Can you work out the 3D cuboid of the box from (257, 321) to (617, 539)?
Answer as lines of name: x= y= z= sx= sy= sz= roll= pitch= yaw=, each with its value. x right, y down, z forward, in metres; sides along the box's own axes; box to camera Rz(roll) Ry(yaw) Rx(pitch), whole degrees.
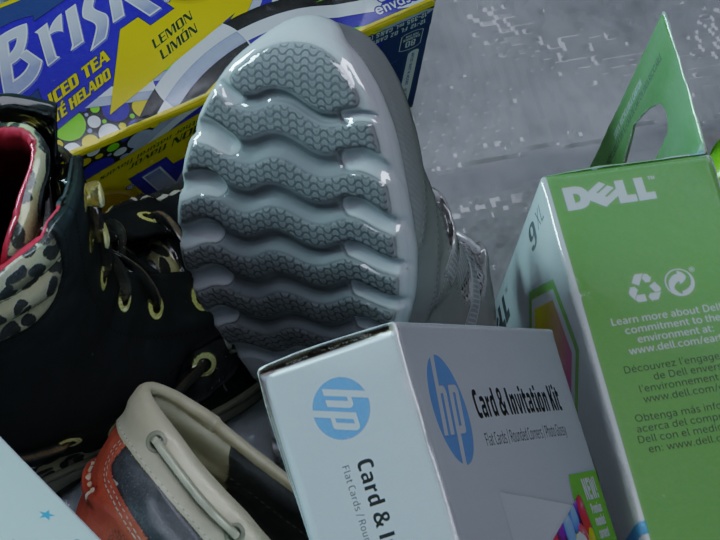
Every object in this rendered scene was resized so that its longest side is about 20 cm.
box: x=0.044 y=0.114 z=0.638 sx=0.041 sy=0.156 sz=0.201 roll=-20 pitch=82 yaw=16

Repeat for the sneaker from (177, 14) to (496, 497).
sneaker: x=0.000 y=0.000 z=0.758 sx=0.074 sy=0.201 sz=0.082 roll=13 pitch=46 yaw=23

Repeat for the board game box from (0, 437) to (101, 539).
board game box: x=-0.079 y=0.141 z=0.651 sx=0.064 sy=0.148 sz=0.200 roll=-27 pitch=49 yaw=-31

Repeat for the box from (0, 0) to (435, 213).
box: x=-0.077 y=-0.059 z=0.836 sx=0.199 sy=0.070 sz=0.065 roll=-24 pitch=67 yaw=-18

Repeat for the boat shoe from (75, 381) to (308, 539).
boat shoe: x=0.004 y=0.106 z=0.749 sx=0.199 sy=0.071 sz=0.063 roll=30 pitch=105 yaw=8

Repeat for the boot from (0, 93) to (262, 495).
boot: x=-0.076 y=-0.003 z=0.758 sx=0.203 sy=0.154 sz=0.074 roll=-32 pitch=68 yaw=-20

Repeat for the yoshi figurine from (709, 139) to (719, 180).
yoshi figurine: x=0.169 y=-0.008 z=0.815 sx=0.200 sy=0.112 sz=0.113 roll=-42 pitch=111 yaw=-57

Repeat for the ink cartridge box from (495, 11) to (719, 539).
ink cartridge box: x=0.084 y=0.032 z=0.790 sx=0.059 sy=0.104 sz=0.201 roll=-8 pitch=64 yaw=-12
